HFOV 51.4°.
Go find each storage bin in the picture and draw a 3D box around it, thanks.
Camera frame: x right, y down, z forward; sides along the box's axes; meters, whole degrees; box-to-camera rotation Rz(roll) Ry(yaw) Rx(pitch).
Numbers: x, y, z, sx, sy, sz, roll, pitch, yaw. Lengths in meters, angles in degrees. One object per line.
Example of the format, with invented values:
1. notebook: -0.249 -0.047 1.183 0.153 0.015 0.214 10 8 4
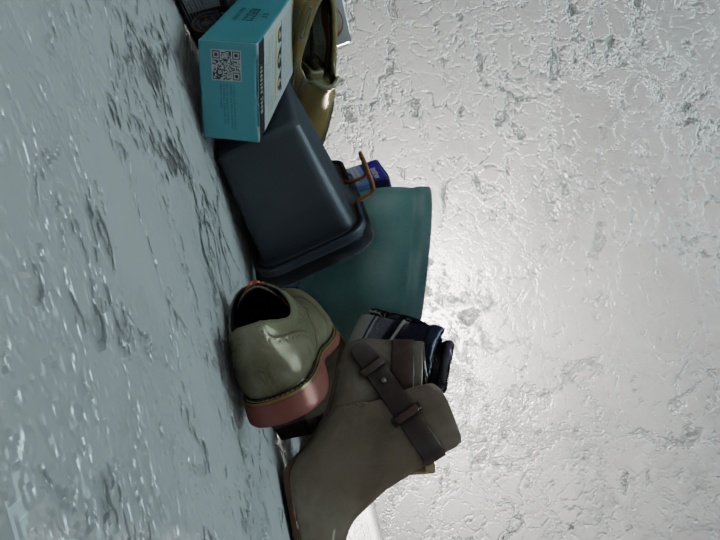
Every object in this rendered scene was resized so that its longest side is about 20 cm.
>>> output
1. storage bin: -0.069 -0.102 0.747 0.201 0.144 0.135 -107 173 -59

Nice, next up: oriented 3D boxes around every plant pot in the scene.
1. plant pot: 0.000 0.000 0.835 0.200 0.132 0.203 -174 -90 -89

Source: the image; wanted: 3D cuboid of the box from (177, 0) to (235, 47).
1. box: -0.158 -0.301 0.736 0.200 0.044 0.162 89 -13 -80

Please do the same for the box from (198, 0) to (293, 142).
1. box: -0.098 -0.192 0.679 0.201 0.048 0.083 -83 177 -59

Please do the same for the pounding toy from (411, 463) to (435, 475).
1. pounding toy: 0.018 0.227 1.131 0.201 0.181 0.144 78 9 -60

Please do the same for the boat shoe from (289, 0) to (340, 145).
1. boat shoe: -0.054 -0.208 0.806 0.076 0.071 0.202 44 -34 41

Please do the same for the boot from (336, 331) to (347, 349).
1. boot: -0.049 0.105 0.805 0.155 0.073 0.202 -109 -167 -56

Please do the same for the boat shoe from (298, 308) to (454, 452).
1. boat shoe: 0.017 0.126 0.674 0.075 0.092 0.202 49 54 -46

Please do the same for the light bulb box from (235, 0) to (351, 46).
1. light bulb box: -0.120 -0.382 0.939 0.200 0.123 0.200 48 -23 55

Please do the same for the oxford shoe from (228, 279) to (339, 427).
1. oxford shoe: -0.057 0.036 0.542 0.200 0.070 0.076 -115 -175 -75

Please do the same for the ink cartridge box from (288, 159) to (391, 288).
1. ink cartridge box: -0.020 -0.051 0.949 0.077 0.197 0.138 -116 -170 -60

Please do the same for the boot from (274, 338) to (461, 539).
1. boot: 0.010 0.151 0.601 0.070 0.144 0.202 79 -4 -69
